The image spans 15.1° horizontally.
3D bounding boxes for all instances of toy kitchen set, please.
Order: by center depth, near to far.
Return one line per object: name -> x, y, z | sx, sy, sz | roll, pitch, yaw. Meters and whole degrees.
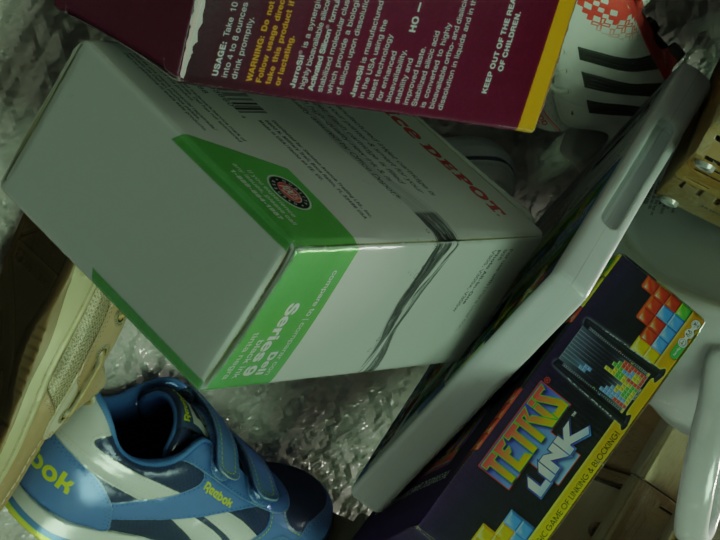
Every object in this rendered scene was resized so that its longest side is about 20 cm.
toy kitchen set -> 0.101, 0.130, 1.451 | 0.180, 0.163, 0.200 | 36, 80, -24

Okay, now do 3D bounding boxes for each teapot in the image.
teapot -> 0.207, 0.028, 1.426 | 0.200, 0.197, 0.146 | -18, 132, -20

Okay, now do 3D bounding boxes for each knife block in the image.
knife block -> 0.214, -0.105, 1.325 | 0.200, 0.064, 0.176 | 100, 15, -83

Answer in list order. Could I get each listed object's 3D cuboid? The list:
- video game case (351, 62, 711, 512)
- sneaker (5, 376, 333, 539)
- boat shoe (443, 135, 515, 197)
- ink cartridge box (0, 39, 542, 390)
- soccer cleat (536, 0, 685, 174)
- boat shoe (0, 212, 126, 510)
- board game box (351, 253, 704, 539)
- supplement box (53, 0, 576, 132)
video game case -> 0.083, 0.009, 1.317 | 0.200, 0.022, 0.182 | -49, -176, 44
sneaker -> -0.085, 0.103, 1.369 | 0.200, 0.074, 0.082 | 11, 115, -42
boat shoe -> 0.000, 0.000, 1.347 | 0.200, 0.067, 0.074 | -26, 136, -16
ink cartridge box -> -0.035, -0.026, 1.205 | 0.200, 0.146, 0.084 | -2, 130, -55
soccer cleat -> 0.101, -0.114, 1.324 | 0.085, 0.069, 0.200 | -42, 144, 2
boat shoe -> -0.148, 0.045, 1.275 | 0.064, 0.071, 0.200 | 13, 114, -42
board game box -> 0.071, 0.088, 1.315 | 0.165, 0.057, 0.200 | -51, -178, -17
supplement box -> -0.017, -0.127, 1.189 | 0.200, 0.110, 0.086 | 5, 108, -38
